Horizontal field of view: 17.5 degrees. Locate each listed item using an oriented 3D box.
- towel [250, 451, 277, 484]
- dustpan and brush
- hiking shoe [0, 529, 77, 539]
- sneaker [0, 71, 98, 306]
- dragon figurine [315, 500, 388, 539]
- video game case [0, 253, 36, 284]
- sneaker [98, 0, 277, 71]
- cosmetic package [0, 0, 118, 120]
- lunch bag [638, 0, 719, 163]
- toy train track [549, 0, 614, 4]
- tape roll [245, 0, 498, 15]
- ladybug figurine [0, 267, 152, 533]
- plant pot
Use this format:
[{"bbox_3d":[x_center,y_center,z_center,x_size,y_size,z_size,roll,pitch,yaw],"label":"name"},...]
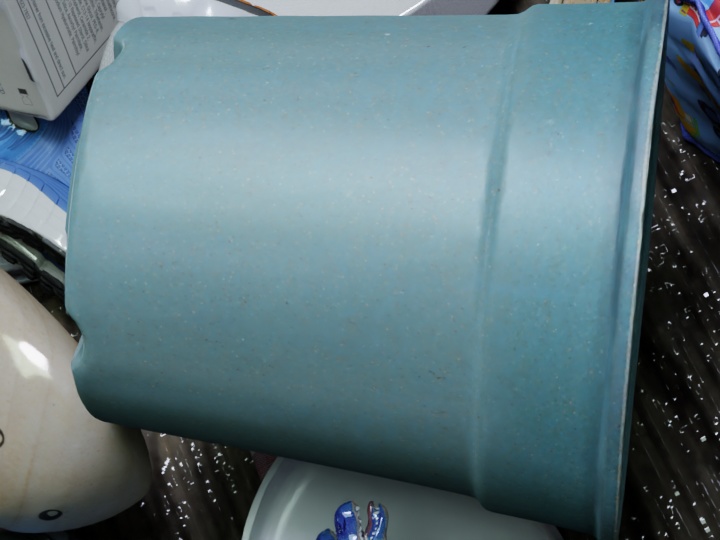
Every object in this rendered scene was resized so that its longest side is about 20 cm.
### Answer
[{"bbox_3d":[0.000,0.000,1.001,0.144,0.023,0.201,-25,58,6],"label":"towel"},{"bbox_3d":[0.002,0.080,0.923,0.139,0.057,0.201,-16,85,-4],"label":"dustpan and brush"},{"bbox_3d":[-0.111,0.174,0.898,0.200,0.086,0.075,38,115,36],"label":"hiking shoe"},{"bbox_3d":[-0.152,-0.056,1.033,0.200,0.079,0.089,31,66,22],"label":"sneaker"},{"bbox_3d":[0.049,0.170,0.856,0.099,0.059,0.201,-20,89,-5],"label":"dragon figurine"},{"bbox_3d":[-0.189,-0.080,1.104,0.181,0.022,0.201,-10,61,13],"label":"video game case"},{"bbox_3d":[-0.019,-0.051,0.971,0.199,0.076,0.092,22,97,3],"label":"sneaker"},{"bbox_3d":[-0.118,-0.171,1.003,0.073,0.104,0.200,13,51,29],"label":"cosmetic package"},{"bbox_3d":[0.217,-0.118,0.914,0.200,0.151,0.094,-33,59,0],"label":"lunch bag"},{"bbox_3d":[0.091,-0.127,0.983,0.033,0.115,0.200,-47,13,33],"label":"toy train track"},{"bbox_3d":[-0.014,-0.166,1.069,0.202,0.037,0.204,-12,54,17],"label":"tape roll"},{"bbox_3d":[-0.156,0.048,0.949,0.072,0.136,0.200,-41,27,-13],"label":"ladybug figurine"},{"bbox_3d":[0.006,-0.010,0.840,0.195,0.200,0.201,6,65,7],"label":"plant pot"}]
